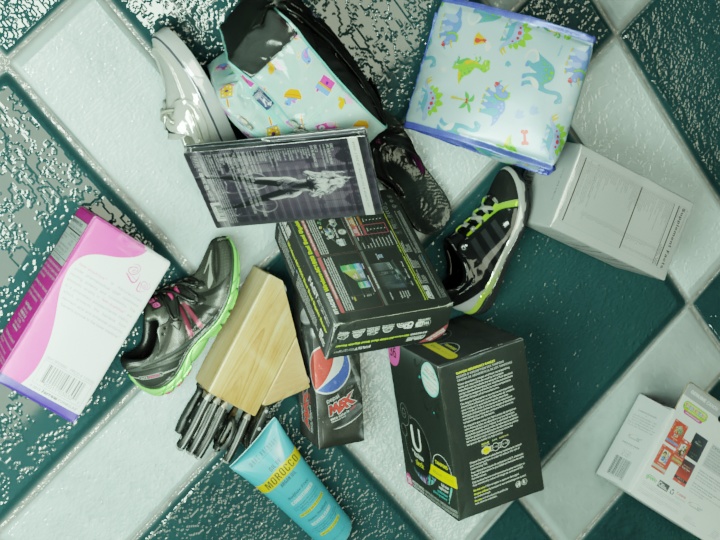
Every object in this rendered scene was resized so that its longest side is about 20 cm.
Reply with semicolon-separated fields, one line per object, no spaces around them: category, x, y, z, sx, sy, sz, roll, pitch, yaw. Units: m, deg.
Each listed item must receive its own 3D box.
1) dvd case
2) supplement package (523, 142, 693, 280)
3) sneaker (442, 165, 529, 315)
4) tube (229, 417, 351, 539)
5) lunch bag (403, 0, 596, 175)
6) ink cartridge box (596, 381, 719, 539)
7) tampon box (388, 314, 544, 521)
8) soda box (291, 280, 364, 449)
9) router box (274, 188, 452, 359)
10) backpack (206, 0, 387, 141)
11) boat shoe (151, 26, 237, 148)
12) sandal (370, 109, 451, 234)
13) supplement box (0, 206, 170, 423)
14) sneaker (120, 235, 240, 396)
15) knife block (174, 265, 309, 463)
dvd case;-0.081;-0.100;1.320;0.196;0.149;0.016;-4;59;7
supplement package;0.313;-0.078;1.565;0.198;0.109;0.115;23;90;-25
sneaker;0.150;-0.039;1.521;0.082;0.072;0.203;16;93;-24
tube;-0.079;0.264;1.459;0.078;0.050;0.201;-49;127;-16
lunch bag;0.167;-0.226;1.469;0.197;0.127;0.173;17;92;4
ink cartridge box;0.464;0.267;1.709;0.199;0.084;0.177;33;85;-26
tampon box;0.129;0.179;1.506;0.124;0.149;0.204;-15;105;-21
soda box;-0.040;0.108;1.461;0.062;0.071;0.204;-8;102;-22
router box;0.000;0.000;1.392;0.147;0.202;0.063;-7;139;-22
backpack;-0.070;-0.200;1.340;0.199;0.176;0.154;36;101;-26
boat shoe;-0.192;-0.170;1.348;0.065;0.072;0.202;-33;118;-17
sandal;0.050;-0.127;1.472;0.076;0.048;0.201;-48;115;-9
supplement box;-0.309;0.044;1.313;0.101;0.103;0.202;33;86;-24
sneaker;-0.204;0.046;1.374;0.083;0.076;0.202;33;84;-29
knife block;-0.156;0.117;1.414;0.173;0.064;0.203;-19;107;-21
